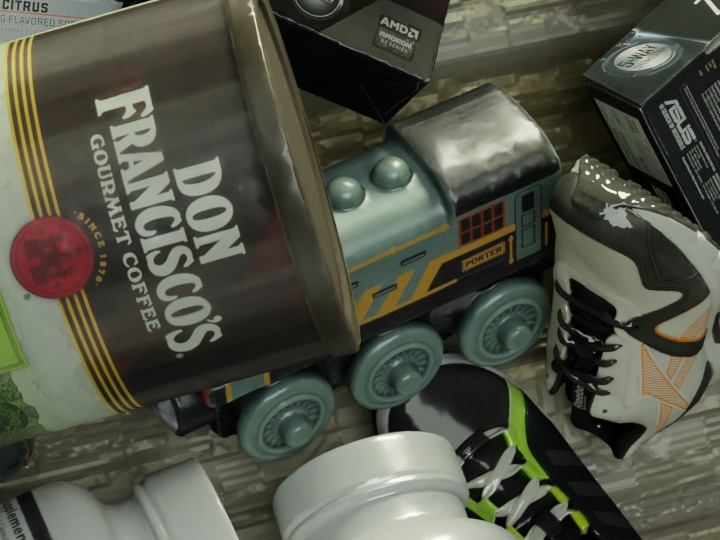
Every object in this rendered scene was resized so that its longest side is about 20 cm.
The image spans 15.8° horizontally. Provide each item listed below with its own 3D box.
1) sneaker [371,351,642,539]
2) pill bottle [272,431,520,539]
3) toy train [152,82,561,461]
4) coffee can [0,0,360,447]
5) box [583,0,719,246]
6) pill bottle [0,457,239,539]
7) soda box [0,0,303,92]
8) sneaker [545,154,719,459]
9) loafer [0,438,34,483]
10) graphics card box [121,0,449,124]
[{"bbox_3d":[0.089,0.113,1.131,0.072,0.083,0.200,-45,101,-12],"label":"sneaker"},{"bbox_3d":[0.031,0.171,1.047,0.112,0.112,0.200,-11,63,-16],"label":"pill bottle"},{"bbox_3d":[0.000,0.000,1.084,0.200,0.085,0.114,-23,139,-17],"label":"toy train"},{"bbox_3d":[-0.115,-0.014,0.952,0.200,0.146,0.146,-16,95,3],"label":"coffee can"},{"bbox_3d":[0.202,-0.058,1.139,0.160,0.044,0.200,-42,128,-11],"label":"box"},{"bbox_3d":[-0.141,0.152,1.040,0.200,0.111,0.111,-23,96,-9],"label":"pill bottle"},{"bbox_3d":[-0.126,-0.096,1.073,0.200,0.068,0.064,24,74,-15],"label":"soda box"},{"bbox_3d":[0.113,0.022,1.092,0.080,0.200,0.074,-46,60,-8],"label":"sneaker"},{"bbox_3d":[-0.225,0.096,1.027,0.200,0.063,0.072,-13,129,0],"label":"loafer"},{"bbox_3d":[-0.013,-0.174,1.085,0.125,0.051,0.200,23,63,-15],"label":"graphics card box"}]
